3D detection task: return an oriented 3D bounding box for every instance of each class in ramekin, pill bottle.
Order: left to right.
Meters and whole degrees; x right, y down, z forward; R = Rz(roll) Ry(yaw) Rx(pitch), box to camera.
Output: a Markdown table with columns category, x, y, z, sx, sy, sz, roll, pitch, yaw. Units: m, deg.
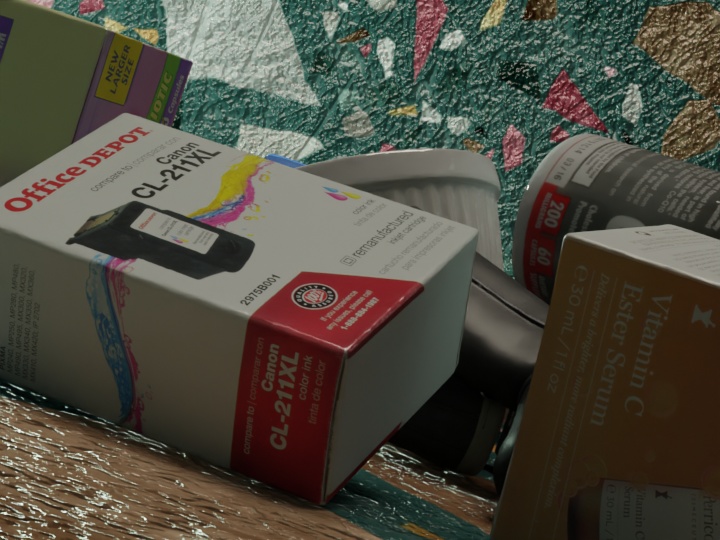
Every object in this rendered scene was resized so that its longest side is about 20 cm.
| category | x | y | z | sx | sy | sz | roll | pitch | yaw |
| --- | --- | --- | --- | --- | --- | --- | --- | --- | --- |
| ramekin | 0.000 | 0.000 | 1.346 | 0.200 | 0.105 | 0.200 | -10 | -10 | -2 |
| pill bottle | 0.201 | -0.004 | 1.249 | 0.200 | 0.114 | 0.114 | 20 | 3 | 34 |

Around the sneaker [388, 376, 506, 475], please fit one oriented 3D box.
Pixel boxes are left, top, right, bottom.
| category | x | y | z | sx | sy | sz | roll | pitch | yaw |
| --- | --- | --- | --- | --- | --- | --- | --- | --- | --- |
| sneaker | 0.021 | 0.059 | 1.248 | 0.106 | 0.075 | 0.200 | 22 | 3 | -7 |

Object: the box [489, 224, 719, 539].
| category | x | y | z | sx | sy | sz | roll | pitch | yaw |
| --- | --- | --- | --- | --- | --- | --- | --- | --- | --- |
| box | 0.181 | 0.079 | 0.921 | 0.200 | 0.152 | 0.106 | 19 | 14 | 32 |

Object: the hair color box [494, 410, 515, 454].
| category | x | y | z | sx | sy | sz | roll | pitch | yaw |
| --- | --- | --- | --- | --- | --- | --- | --- | --- | --- |
| hair color box | 0.180 | 0.100 | 1.274 | 0.061 | 0.102 | 0.200 | 16 | 3 | -40 |

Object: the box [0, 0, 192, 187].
| category | x | y | z | sx | sy | sz | roll | pitch | yaw |
| --- | --- | --- | --- | --- | --- | --- | --- | --- | --- |
| box | -0.226 | -0.075 | 1.222 | 0.200 | 0.176 | 0.097 | 19 | 3 | 27 |

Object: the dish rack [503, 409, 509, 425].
| category | x | y | z | sx | sy | sz | roll | pitch | yaw |
| --- | --- | --- | --- | --- | --- | --- | --- | --- | --- |
| dish rack | 0.083 | 0.089 | 1.522 | 0.200 | 0.044 | 0.172 | 19 | 3 | 2 |

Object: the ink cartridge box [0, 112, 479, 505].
| category | x | y | z | sx | sy | sz | roll | pitch | yaw |
| --- | --- | --- | --- | --- | --- | --- | --- | --- | --- |
| ink cartridge box | -0.068 | 0.011 | 0.966 | 0.200 | 0.083 | 0.146 | 19 | 31 | 20 |

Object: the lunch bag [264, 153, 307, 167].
| category | x | y | z | sx | sy | sz | roll | pitch | yaw |
| --- | --- | --- | --- | --- | --- | --- | --- | --- | --- |
| lunch bag | -0.047 | -0.029 | 2.292 | 0.200 | 0.132 | 0.136 | 19 | -14 | 48 |

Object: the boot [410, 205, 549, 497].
| category | x | y | z | sx | sy | sz | roll | pitch | yaw |
| --- | --- | --- | --- | --- | --- | --- | --- | --- | --- |
| boot | 0.056 | 0.044 | 1.127 | 0.200 | 0.066 | 0.165 | 38 | 26 | 22 |
